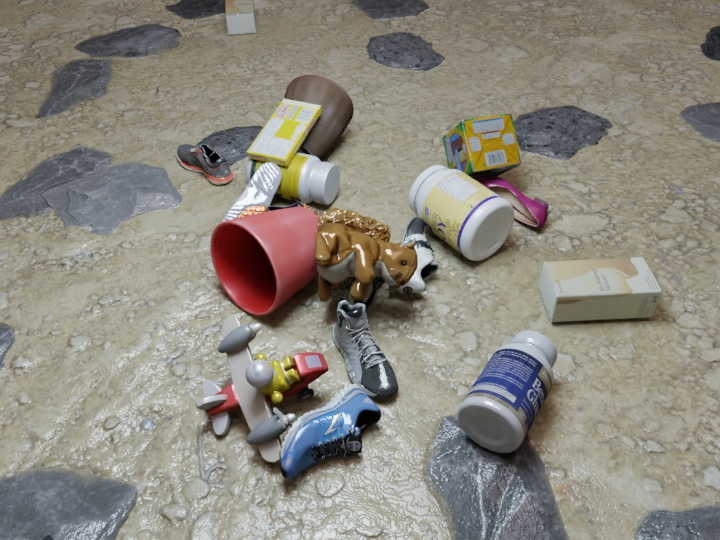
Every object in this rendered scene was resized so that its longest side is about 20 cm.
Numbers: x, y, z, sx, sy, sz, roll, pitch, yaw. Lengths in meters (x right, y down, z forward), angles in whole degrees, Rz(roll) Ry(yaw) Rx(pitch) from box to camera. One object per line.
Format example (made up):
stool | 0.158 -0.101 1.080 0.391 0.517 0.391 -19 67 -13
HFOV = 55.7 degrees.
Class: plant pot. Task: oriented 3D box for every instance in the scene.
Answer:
plant pot | -0.166 -0.033 1.349 0.200 0.201 0.177 31 40 31
plant pot | -0.133 -0.359 1.729 0.187 0.187 0.200 10 56 12

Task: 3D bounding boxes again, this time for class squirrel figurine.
squirrel figurine | 0.012 -0.042 1.281 0.186 0.142 0.200 -2 47 -1

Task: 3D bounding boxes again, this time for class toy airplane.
toy airplane | -0.175 0.187 1.119 0.200 0.141 0.199 23 64 8

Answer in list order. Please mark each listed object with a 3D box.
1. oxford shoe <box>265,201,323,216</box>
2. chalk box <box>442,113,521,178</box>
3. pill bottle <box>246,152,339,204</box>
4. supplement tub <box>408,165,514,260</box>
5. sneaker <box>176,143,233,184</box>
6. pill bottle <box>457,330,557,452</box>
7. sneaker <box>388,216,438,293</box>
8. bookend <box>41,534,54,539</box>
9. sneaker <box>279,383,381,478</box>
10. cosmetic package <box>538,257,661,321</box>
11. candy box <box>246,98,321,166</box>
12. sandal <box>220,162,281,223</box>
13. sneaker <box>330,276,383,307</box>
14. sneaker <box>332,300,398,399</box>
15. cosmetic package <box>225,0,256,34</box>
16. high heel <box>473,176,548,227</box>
oxford shoe | -0.113 -0.111 1.507 0.200 0.073 0.071 -1 41 0
chalk box | 0.278 -0.282 1.625 0.125 0.124 0.200 -11 0 -12
pill bottle | -0.157 -0.222 1.604 0.200 0.114 0.114 14 44 17
supplement tub | 0.213 -0.129 1.466 0.145 0.146 0.200 -27 47 -26
sneaker | -0.391 -0.290 1.710 0.200 0.082 0.077 30 50 30
pill bottle | 0.252 0.192 1.127 0.111 0.111 0.200 22 47 24
sneaker | 0.123 -0.027 1.413 0.088 0.074 0.200 9 52 12
bookend | -0.442 0.402 0.839 0.092 0.200 0.199 29 50 29
sneaker | -0.045 0.261 1.081 0.089 0.079 0.200 30 50 34
cosmetic package | 0.459 0.036 1.318 0.200 0.071 0.105 -3 42 -3
candy box | -0.176 -0.327 1.600 0.102 0.026 0.200 13 55 19
sandal | -0.241 -0.147 1.542 0.079 0.059 0.207 32 76 -7
sneaker | 0.000 0.000 1.386 0.088 0.077 0.200 10 40 24
sneaker | 0.001 0.127 1.203 0.075 0.116 0.200 -20 45 -20
cosmetic package | -0.428 -0.914 2.427 0.105 0.071 0.200 -7 42 -7
high heel | 0.329 -0.158 1.551 0.200 0.068 0.096 18 34 16
